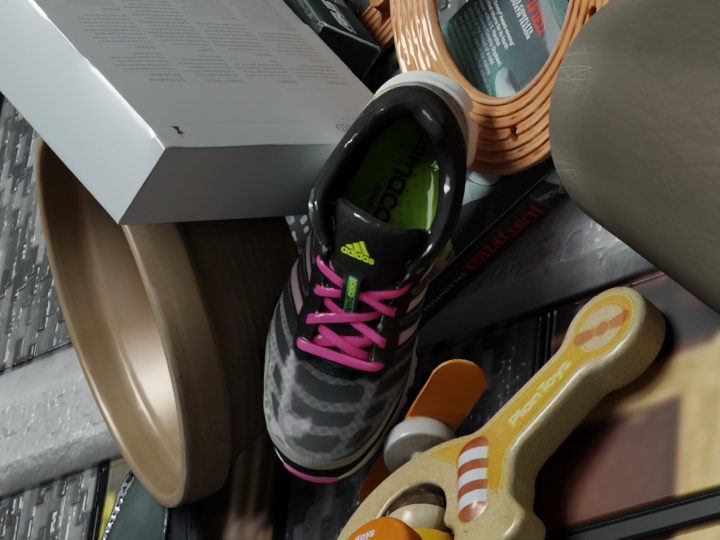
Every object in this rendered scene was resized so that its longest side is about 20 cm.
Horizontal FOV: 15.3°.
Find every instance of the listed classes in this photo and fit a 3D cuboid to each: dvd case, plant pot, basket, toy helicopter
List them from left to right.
[{"bbox_3d":[-0.085,0.009,1.335,0.201,0.093,0.201,161,90,-73],"label":"plant pot"},{"bbox_3d":[0.039,-0.051,1.348,0.200,0.022,0.146,-45,40,25],"label":"dvd case"},{"bbox_3d":[0.059,0.084,1.214,0.200,0.079,0.132,-47,28,3],"label":"toy helicopter"},{"bbox_3d":[0.176,-0.050,1.090,0.200,0.136,0.181,27,95,58],"label":"basket"}]

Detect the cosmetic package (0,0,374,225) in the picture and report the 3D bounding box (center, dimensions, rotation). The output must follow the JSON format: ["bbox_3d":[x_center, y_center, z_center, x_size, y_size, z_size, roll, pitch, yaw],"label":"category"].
[{"bbox_3d":[-0.084,-0.091,1.283,0.151,0.200,0.052,45,117,25],"label":"cosmetic package"}]

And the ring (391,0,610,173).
[{"bbox_3d":[0.072,-0.146,1.273,0.200,0.019,0.201,3,94,61],"label":"ring"}]

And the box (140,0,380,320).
[{"bbox_3d":[-0.085,-0.094,1.479,0.193,0.047,0.200,-59,34,20],"label":"box"}]

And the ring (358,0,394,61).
[{"bbox_3d":[-0.017,-0.183,1.504,0.200,0.019,0.201,-29,47,36],"label":"ring"}]

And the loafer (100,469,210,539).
[{"bbox_3d":[-0.124,0.186,1.354,0.068,0.070,0.201,-16,55,46],"label":"loafer"}]

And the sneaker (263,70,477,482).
[{"bbox_3d":[0.000,0.000,1.231,0.087,0.074,0.200,27,-97,-83],"label":"sneaker"}]
